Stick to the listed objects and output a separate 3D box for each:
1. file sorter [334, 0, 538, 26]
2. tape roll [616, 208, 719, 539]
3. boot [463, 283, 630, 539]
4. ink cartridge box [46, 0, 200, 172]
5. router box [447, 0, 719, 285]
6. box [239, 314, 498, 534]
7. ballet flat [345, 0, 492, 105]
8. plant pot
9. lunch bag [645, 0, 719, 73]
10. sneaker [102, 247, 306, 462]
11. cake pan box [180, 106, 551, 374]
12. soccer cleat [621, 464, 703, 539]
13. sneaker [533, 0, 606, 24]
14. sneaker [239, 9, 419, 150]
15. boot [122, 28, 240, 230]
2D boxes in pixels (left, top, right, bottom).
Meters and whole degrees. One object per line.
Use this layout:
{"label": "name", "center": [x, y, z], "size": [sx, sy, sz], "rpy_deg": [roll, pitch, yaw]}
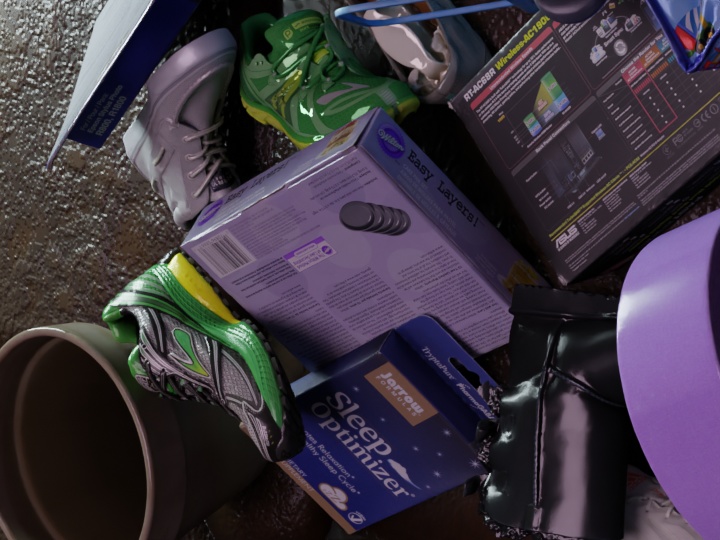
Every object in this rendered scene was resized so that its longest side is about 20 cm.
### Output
{"label": "file sorter", "center": [0.039, -0.259, 1.206], "size": [0.122, 0.139, 0.201], "rpy_deg": [-7, 92, 11]}
{"label": "tape roll", "center": [0.230, 0.061, 1.061], "size": [0.066, 0.200, 0.201], "rpy_deg": [-26, 80, 41]}
{"label": "boot", "center": [0.156, 0.097, 1.199], "size": [0.198, 0.073, 0.163], "rpy_deg": [6, 86, 42]}
{"label": "ink cartridge box", "center": [-0.155, -0.187, 1.412], "size": [0.041, 0.200, 0.200], "rpy_deg": [28, 128, -16]}
{"label": "router box", "center": [0.166, -0.107, 1.204], "size": [0.200, 0.062, 0.150], "rpy_deg": [-43, 70, 38]}
{"label": "box", "center": [0.017, 0.112, 1.360], "size": [0.121, 0.032, 0.200], "rpy_deg": [46, 135, -13]}
{"label": "ballet flat", "center": [0.017, -0.193, 1.322], "size": [0.200, 0.064, 0.067], "rpy_deg": [53, 128, 21]}
{"label": "plant pot", "center": [-0.164, 0.128, 1.473], "size": [0.200, 0.173, 0.201], "rpy_deg": [10, 105, 41]}
{"label": "lunch bag", "center": [0.193, -0.218, 1.099], "size": [0.200, 0.150, 0.094], "rpy_deg": [54, 128, 20]}
{"label": "sneaker", "center": [-0.108, 0.072, 1.345], "size": [0.200, 0.085, 0.078], "rpy_deg": [43, 161, 39]}
{"label": "cake pan box", "center": [0.000, 0.000, 1.321], "size": [0.184, 0.052, 0.200], "rpy_deg": [45, 135, -17]}
{"label": "soccer cleat", "center": [0.193, 0.162, 1.231], "size": [0.200, 0.069, 0.078], "rpy_deg": [-12, 87, 46]}
{"label": "sneaker", "center": [0.133, -0.221, 1.164], "size": [0.066, 0.078, 0.201], "rpy_deg": [-9, 58, 15]}
{"label": "sneaker", "center": [-0.035, -0.135, 1.339], "size": [0.200, 0.074, 0.084], "rpy_deg": [25, 136, 53]}
{"label": "boot", "center": [-0.116, -0.100, 1.435], "size": [0.096, 0.073, 0.200], "rpy_deg": [57, 156, 7]}
